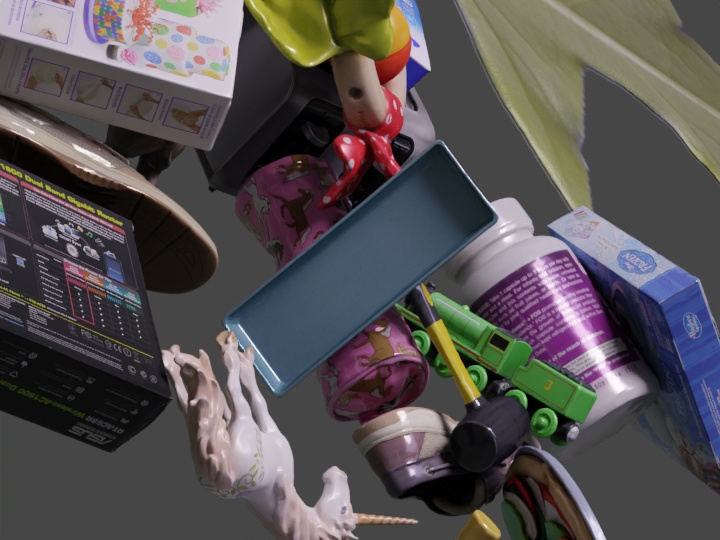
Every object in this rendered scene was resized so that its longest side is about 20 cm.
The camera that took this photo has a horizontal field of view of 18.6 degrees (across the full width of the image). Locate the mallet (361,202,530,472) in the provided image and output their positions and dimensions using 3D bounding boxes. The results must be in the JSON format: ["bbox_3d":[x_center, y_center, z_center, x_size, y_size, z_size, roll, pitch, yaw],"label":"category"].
[{"bbox_3d":[0.058,0.042,1.530,0.066,0.041,0.201,-12,76,-59],"label":"mallet"}]

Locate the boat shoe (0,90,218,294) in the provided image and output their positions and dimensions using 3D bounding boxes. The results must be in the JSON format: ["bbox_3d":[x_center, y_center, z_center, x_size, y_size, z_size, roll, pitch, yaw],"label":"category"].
[{"bbox_3d":[-0.176,-0.055,1.439,0.199,0.072,0.065,30,31,-24],"label":"boat shoe"}]

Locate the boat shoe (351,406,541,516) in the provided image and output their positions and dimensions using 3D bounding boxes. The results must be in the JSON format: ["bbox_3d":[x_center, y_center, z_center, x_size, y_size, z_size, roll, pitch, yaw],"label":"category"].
[{"bbox_3d":[0.068,0.143,1.569,0.200,0.072,0.065,19,51,-54],"label":"boat shoe"}]

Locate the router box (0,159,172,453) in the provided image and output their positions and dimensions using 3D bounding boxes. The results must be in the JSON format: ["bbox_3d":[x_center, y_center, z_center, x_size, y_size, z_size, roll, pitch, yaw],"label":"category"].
[{"bbox_3d":[-0.213,0.006,1.294,0.200,0.062,0.150,27,33,-39],"label":"router box"}]

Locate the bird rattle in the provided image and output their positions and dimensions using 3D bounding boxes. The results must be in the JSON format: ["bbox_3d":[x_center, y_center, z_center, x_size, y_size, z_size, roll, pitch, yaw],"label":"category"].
[{"bbox_3d":[0.009,-0.145,1.553,0.163,0.112,0.201,-73,144,-51],"label":"bird rattle"}]

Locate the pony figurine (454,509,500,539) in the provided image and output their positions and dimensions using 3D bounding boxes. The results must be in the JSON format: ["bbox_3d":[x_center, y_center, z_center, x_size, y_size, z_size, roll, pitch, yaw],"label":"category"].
[{"bbox_3d":[0.017,0.232,1.246,0.166,0.200,0.193,42,9,2],"label":"pony figurine"}]

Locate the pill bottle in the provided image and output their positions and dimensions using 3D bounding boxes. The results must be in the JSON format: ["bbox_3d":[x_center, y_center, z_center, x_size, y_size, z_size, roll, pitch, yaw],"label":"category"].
[{"bbox_3d":[0.146,0.044,1.783,0.201,0.112,0.112,57,26,16],"label":"pill bottle"}]

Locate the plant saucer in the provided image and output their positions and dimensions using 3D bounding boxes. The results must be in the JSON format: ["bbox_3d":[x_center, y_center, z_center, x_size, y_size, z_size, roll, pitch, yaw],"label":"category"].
[{"bbox_3d":[0.000,0.000,1.504,0.070,0.200,0.019,53,11,10],"label":"plant saucer"}]

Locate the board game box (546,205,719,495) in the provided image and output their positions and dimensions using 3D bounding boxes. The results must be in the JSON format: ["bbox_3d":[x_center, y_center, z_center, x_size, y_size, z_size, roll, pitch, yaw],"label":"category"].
[{"bbox_3d":[0.242,0.066,1.808,0.201,0.043,0.199,67,-11,-26],"label":"board game box"}]

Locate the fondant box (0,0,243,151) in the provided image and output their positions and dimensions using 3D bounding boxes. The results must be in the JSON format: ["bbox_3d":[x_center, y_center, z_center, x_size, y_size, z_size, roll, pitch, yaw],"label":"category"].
[{"bbox_3d":[-0.179,-0.170,1.441,0.199,0.058,0.145,14,47,-12],"label":"fondant box"}]

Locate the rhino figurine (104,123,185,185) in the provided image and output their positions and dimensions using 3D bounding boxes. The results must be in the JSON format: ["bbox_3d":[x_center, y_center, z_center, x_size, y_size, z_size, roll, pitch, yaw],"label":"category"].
[{"bbox_3d":[-0.177,-0.145,1.525,0.060,0.087,0.201,13,43,-53],"label":"rhino figurine"}]

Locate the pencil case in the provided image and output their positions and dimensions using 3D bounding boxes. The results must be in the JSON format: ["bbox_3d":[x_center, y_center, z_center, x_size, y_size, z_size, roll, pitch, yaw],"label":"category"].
[{"bbox_3d":[-0.021,0.014,1.580,0.087,0.083,0.201,41,20,-59],"label":"pencil case"}]

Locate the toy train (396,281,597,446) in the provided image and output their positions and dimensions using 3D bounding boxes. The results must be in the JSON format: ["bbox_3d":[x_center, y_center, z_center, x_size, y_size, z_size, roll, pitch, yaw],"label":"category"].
[{"bbox_3d":[0.093,0.066,1.641,0.200,0.057,0.042,32,4,37],"label":"toy train"}]

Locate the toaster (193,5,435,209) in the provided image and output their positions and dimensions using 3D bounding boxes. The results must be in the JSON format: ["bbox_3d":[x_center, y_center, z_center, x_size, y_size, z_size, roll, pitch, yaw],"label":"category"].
[{"bbox_3d":[-0.056,-0.143,1.708,0.180,0.119,0.201,21,37,-48],"label":"toaster"}]

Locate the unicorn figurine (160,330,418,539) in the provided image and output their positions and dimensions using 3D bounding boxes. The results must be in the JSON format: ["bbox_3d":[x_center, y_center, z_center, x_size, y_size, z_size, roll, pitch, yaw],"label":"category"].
[{"bbox_3d":[-0.064,0.113,1.381,0.200,0.074,0.138,8,57,-60],"label":"unicorn figurine"}]

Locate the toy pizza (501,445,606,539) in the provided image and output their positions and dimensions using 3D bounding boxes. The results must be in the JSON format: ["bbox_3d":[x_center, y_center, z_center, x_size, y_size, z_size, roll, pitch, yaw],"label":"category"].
[{"bbox_3d":[0.138,0.218,1.500,0.200,0.032,0.201,161,-90,-78],"label":"toy pizza"}]

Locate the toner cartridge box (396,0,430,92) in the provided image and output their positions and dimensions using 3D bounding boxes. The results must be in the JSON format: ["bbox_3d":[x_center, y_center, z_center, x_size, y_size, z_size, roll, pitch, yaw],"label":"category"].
[{"bbox_3d":[-0.035,-0.216,1.651,0.200,0.043,0.095,34,30,-31],"label":"toner cartridge box"}]
